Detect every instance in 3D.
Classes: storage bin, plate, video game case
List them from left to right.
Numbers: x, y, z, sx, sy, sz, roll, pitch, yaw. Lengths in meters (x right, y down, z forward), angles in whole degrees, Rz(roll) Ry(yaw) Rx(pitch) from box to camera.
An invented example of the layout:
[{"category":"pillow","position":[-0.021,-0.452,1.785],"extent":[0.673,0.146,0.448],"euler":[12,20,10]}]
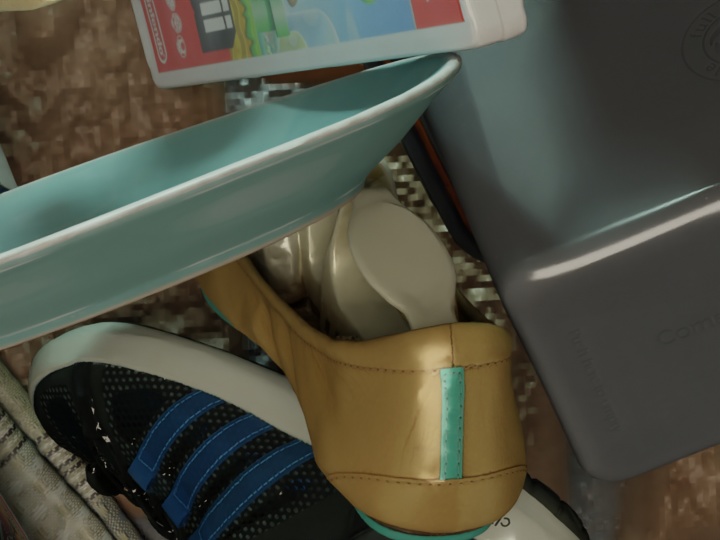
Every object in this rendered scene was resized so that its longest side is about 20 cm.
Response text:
[{"category":"plate","position":[-0.066,-0.008,0.663],"extent":[0.199,0.200,0.026],"euler":[-19,98,8]},{"category":"video game case","position":[-0.029,-0.123,0.715],"extent":[0.017,0.200,0.144],"euler":[-19,99,-25]},{"category":"storage bin","position":[0.111,-0.031,0.721],"extent":[0.199,0.135,0.146],"euler":[-21,130,8]}]

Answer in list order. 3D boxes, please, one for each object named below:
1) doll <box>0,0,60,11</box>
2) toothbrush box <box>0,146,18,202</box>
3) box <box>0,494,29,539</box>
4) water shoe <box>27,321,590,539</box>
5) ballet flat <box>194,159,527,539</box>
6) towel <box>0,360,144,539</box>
[{"category":"doll","position":[-0.109,-0.165,0.677],"extent":[0.136,0.048,0.201],"euler":[-33,117,-21]},{"category":"toothbrush box","position":[-0.219,-0.044,0.770],"extent":[0.199,0.085,0.147],"euler":[-27,76,8]},{"category":"box","position":[-0.156,0.110,0.777],"extent":[0.136,0.040,0.201],"euler":[-25,117,5]},{"category":"water shoe","position":[-0.032,0.071,0.754],"extent":[0.199,0.072,0.079],"euler":[14,68,40]},{"category":"ballet flat","position":[0.000,0.000,0.726],"extent":[0.068,0.200,0.063],"euler":[-7,116,-18]},{"category":"towel","position":[-0.165,0.111,0.839],"extent":[0.192,0.035,0.200],"euler":[-39,94,10]}]
